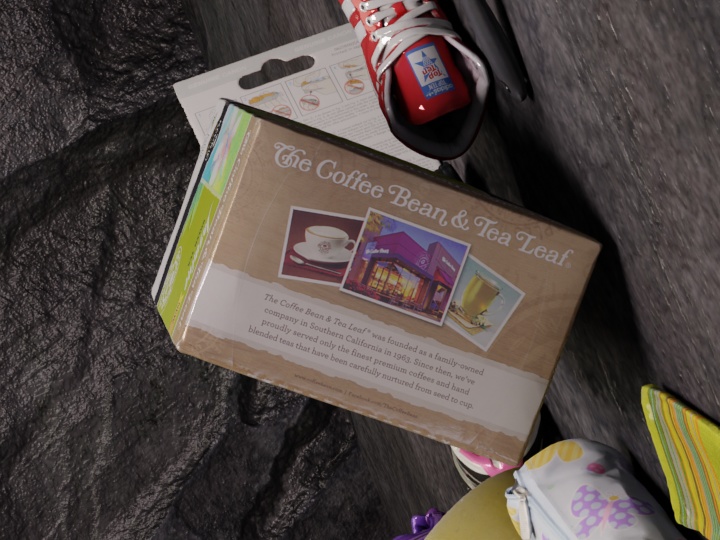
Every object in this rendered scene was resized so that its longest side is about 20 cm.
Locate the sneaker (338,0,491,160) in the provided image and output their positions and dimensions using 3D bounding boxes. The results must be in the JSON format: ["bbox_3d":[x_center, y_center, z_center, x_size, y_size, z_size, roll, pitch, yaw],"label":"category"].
[{"bbox_3d":[0.019,-0.157,1.137,0.200,0.071,0.113,62,180,-28],"label":"sneaker"}]

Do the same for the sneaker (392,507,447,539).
[{"bbox_3d":[0.087,0.201,1.430,0.083,0.200,0.081,21,103,29],"label":"sneaker"}]

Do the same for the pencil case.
[{"bbox_3d":[0.155,0.173,1.097,0.091,0.083,0.200,34,-171,-26],"label":"pencil case"}]

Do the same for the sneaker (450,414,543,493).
[{"bbox_3d":[0.106,0.136,1.431,0.200,0.074,0.088,-120,9,-78],"label":"sneaker"}]

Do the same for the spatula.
[{"bbox_3d":[0.051,-0.181,1.015,0.057,0.020,0.201,-135,23,-69],"label":"spatula"}]

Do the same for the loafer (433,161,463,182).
[{"bbox_3d":[0.059,0.002,1.344,0.200,0.072,0.073,77,169,-52],"label":"loafer"}]

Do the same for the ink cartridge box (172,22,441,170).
[{"bbox_3d":[-0.033,-0.082,1.414,0.057,0.162,0.200,83,164,-50],"label":"ink cartridge box"}]

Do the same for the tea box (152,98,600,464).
[{"bbox_3d":[0.000,0.000,1.072,0.197,0.199,0.134,-145,75,-78],"label":"tea box"}]

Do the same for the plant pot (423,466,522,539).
[{"bbox_3d":[0.125,0.256,1.298,0.142,0.200,0.200,30,152,33],"label":"plant pot"}]

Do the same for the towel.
[{"bbox_3d":[0.189,0.119,0.941,0.200,0.018,0.086,-138,25,-74],"label":"towel"}]
